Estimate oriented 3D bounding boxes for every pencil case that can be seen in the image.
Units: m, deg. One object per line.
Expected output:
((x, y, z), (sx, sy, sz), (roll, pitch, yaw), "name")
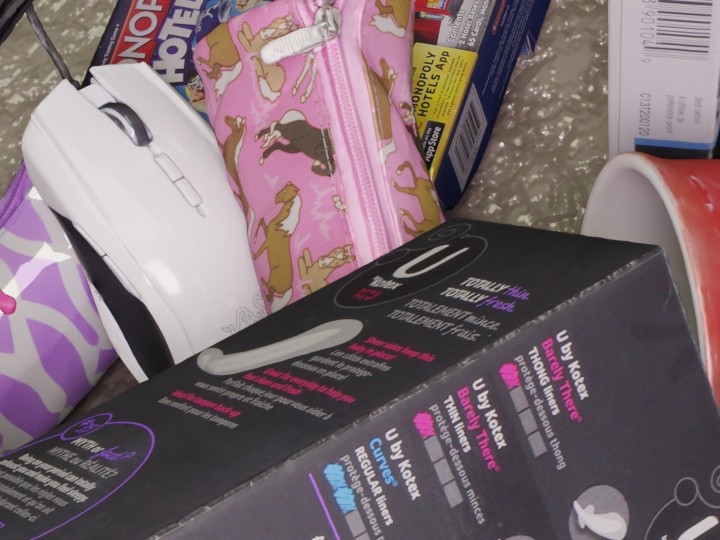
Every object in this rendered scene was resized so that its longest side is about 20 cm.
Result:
((-0.154, 0.040, 0.905), (0.200, 0.086, 0.084), (-48, 29, -18), "pencil case")
((0.000, 0.000, 0.836), (0.083, 0.086, 0.200), (-23, 70, 30), "pencil case")

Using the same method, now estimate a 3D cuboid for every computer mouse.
((-0.076, -0.039, 0.876), (0.110, 0.044, 0.200), (-32, 92, -36), "computer mouse")

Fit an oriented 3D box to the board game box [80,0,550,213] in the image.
((-0.029, -0.118, 0.982), (0.200, 0.062, 0.200), (11, 64, 20), "board game box")

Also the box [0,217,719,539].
((-0.007, 0.076, 0.688), (0.200, 0.106, 0.122), (-28, 17, -21), "box")

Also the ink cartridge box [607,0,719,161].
((0.121, -0.142, 0.879), (0.043, 0.198, 0.200), (7, 63, 10), "ink cartridge box")

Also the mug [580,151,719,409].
((0.182, 0.043, 0.795), (0.200, 0.178, 0.133), (-5, 17, -11), "mug")

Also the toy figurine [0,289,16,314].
((-0.127, 0.082, 0.762), (0.150, 0.184, 0.200), (-23, 41, 13), "toy figurine")
